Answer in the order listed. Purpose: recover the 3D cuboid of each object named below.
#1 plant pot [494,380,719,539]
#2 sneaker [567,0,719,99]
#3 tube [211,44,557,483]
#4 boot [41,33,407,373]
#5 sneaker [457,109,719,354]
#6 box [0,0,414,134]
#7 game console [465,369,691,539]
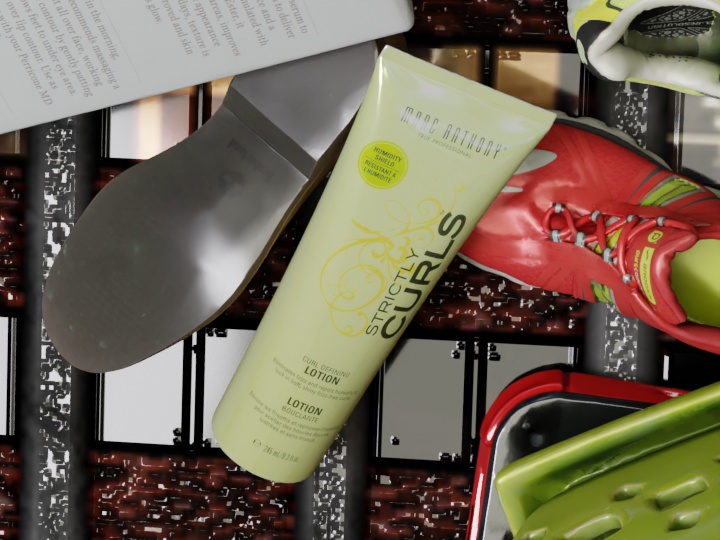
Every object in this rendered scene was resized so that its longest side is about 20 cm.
[{"bbox_3d":[0.163,0.145,1.039,0.199,0.182,0.200,-21,116,6],"label":"plant pot"},{"bbox_3d":[0.180,-0.096,1.094,0.199,0.077,0.076,-1,126,15],"label":"sneaker"},{"bbox_3d":[0.000,0.000,1.122,0.052,0.058,0.200,46,122,26],"label":"tube"},{"bbox_3d":[-0.052,-0.032,1.148,0.200,0.075,0.074,-45,80,16],"label":"boot"},{"bbox_3d":[0.116,-0.013,1.119,0.199,0.085,0.077,19,98,6],"label":"sneaker"},{"bbox_3d":[-0.091,-0.159,1.089,0.199,0.153,0.107,-14,138,10],"label":"box"},{"bbox_3d":[0.128,0.150,1.166,0.176,0.031,0.201,8,98,2],"label":"game console"}]
